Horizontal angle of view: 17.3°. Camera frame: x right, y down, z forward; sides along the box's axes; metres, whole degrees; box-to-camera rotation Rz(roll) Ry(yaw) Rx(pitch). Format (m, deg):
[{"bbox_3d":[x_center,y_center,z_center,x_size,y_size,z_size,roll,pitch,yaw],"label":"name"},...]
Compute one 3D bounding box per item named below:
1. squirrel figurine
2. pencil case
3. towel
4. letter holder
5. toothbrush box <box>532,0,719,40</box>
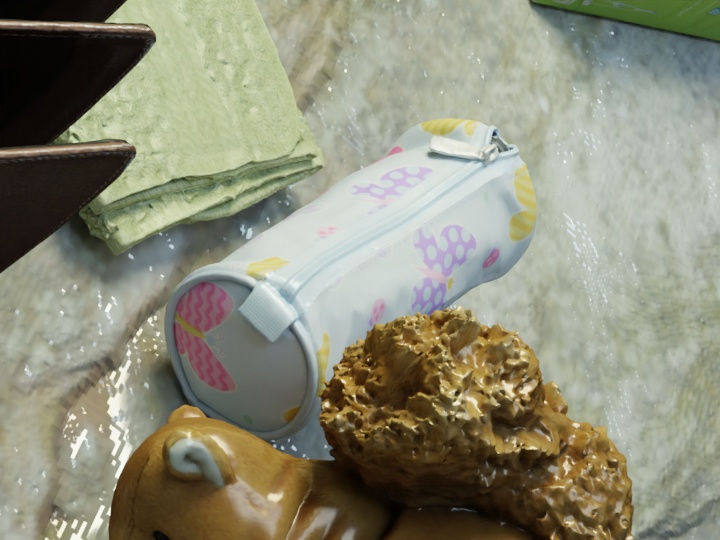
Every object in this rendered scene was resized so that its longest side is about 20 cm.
[{"bbox_3d":[0.003,0.102,0.950,0.186,0.200,0.142,35,5,-1],"label":"squirrel figurine"},{"bbox_3d":[0.000,0.000,1.064,0.200,0.091,0.083,-35,92,-46],"label":"pencil case"},{"bbox_3d":[-0.107,-0.113,1.069,0.148,0.036,0.201,-20,83,-45],"label":"towel"},{"bbox_3d":[-0.152,-0.046,0.872,0.142,0.200,0.101,-4,70,-43],"label":"letter holder"},{"bbox_3d":[0.178,-0.220,1.350,0.199,0.086,0.146,7,63,-41],"label":"toothbrush box"}]
